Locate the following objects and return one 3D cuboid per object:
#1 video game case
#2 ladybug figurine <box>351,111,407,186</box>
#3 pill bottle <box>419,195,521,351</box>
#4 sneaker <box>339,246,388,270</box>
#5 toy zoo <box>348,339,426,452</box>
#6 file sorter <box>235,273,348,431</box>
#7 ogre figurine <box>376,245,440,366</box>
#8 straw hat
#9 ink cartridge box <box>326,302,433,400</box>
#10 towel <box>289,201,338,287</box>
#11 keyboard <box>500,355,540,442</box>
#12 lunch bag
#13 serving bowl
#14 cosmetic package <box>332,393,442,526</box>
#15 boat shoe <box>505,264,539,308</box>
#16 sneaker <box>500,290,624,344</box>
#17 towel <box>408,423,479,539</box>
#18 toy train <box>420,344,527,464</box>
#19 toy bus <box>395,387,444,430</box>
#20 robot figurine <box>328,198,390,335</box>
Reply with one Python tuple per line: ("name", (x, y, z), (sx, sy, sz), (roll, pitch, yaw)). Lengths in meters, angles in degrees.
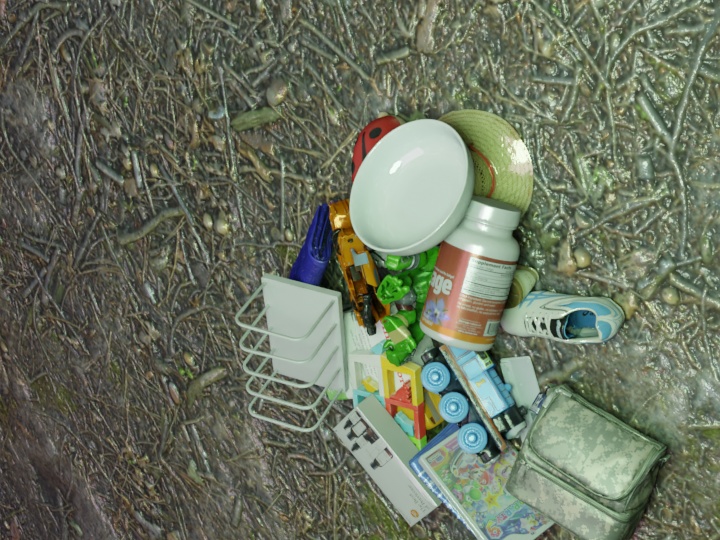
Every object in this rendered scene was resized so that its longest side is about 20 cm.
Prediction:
("video game case", (0.202, 0.331, 1.672), (0.200, 0.142, 0.018), (51, 151, 19))
("ladybug figurine", (0.035, -0.143, 1.657), (0.135, 0.071, 0.202), (-19, 74, 51))
("pill bottle", (0.159, 0.002, 1.531), (0.111, 0.112, 0.202), (22, 103, 33))
("sneaker", (0.034, -0.051, 1.728), (0.199, 0.066, 0.091), (-1, 108, 43))
("toy zoo", (0.043, 0.205, 1.738), (0.130, 0.020, 0.202), (11, 117, 35))
("file sorter", (-0.111, 0.133, 1.726), (0.137, 0.125, 0.202), (13, 129, 22))
("ogre figurine", (0.080, 0.034, 1.618), (0.097, 0.120, 0.202), (4, 121, 42))
("straw hat", (0.145, -0.134, 1.587), (0.200, 0.085, 0.203), (16, 116, 36))
("ink cartridge box", (0.019, 0.127, 1.798), (0.199, 0.084, 0.147), (-12, 100, 43))
("towel", (-0.086, -0.003, 1.789), (0.049, 0.148, 0.201), (19, 134, -4))
("keyboard", (0.265, 0.229, 1.680), (0.056, 0.011, 0.202), (-11, 99, 37))
("lunch bag", (0.326, 0.276, 1.566), (0.199, 0.139, 0.169), (30, 108, 28))
("serving bowl", (0.081, -0.107, 1.521), (0.199, 0.066, 0.202), (-18, 58, 32))
("cosmetic package", (0.049, 0.302, 1.731), (0.200, 0.051, 0.083), (50, 134, 9))
("boat shoe", (0.175, 0.012, 1.647), (0.199, 0.063, 0.074), (3, 120, 47))
("sneaker", (0.279, 0.071, 1.563), (0.199, 0.072, 0.073), (-2, 107, 42))
("towel", (0.186, 0.328, 1.694), (0.200, 0.144, 0.024), (44, 144, 17))
("toy train", (0.173, 0.191, 1.663), (0.114, 0.087, 0.201), (-32, 78, 4))
("toy bus", (0.086, 0.231, 1.785), (0.199, 0.078, 0.066), (-28, 88, 43))
("robot figurine", (0.000, 0.000, 1.649), (0.146, 0.058, 0.201), (-110, 3, -53))
